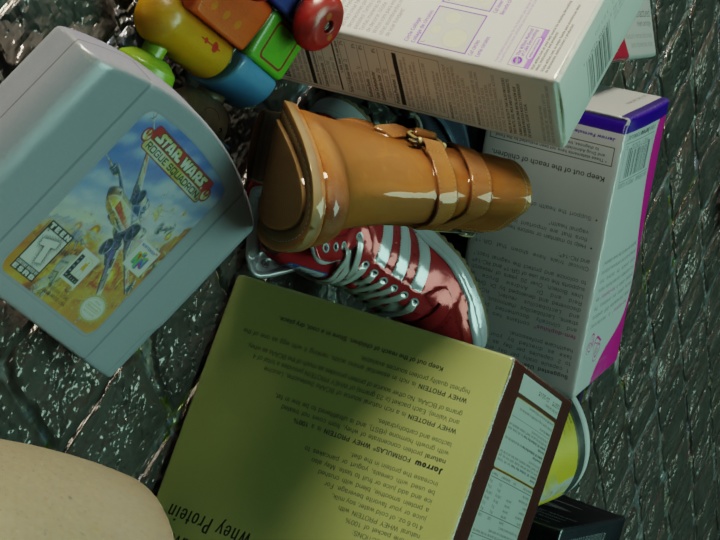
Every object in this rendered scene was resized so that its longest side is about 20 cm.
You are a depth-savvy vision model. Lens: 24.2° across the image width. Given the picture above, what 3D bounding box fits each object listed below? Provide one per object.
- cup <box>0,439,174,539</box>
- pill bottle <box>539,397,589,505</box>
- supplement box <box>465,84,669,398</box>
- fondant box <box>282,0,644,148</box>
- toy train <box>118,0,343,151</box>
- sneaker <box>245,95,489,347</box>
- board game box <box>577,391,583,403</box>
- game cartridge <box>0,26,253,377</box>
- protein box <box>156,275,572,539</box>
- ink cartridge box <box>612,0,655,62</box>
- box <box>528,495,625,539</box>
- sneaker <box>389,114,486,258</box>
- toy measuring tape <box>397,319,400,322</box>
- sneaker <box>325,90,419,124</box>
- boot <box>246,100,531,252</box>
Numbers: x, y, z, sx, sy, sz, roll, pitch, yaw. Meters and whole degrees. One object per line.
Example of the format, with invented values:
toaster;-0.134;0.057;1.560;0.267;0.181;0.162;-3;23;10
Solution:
cup;-0.197;0.149;0.716;0.143;0.200;0.201;36;70;-34
pill bottle;0.074;0.146;1.289;0.199;0.112;0.113;-15;120;-39
supplement box;0.139;-0.027;1.181;0.101;0.103;0.201;-26;127;-61
fondant box;0.057;-0.163;1.000;0.145;0.199;0.058;-59;152;-29
toy train;-0.096;-0.134;0.859;0.116;0.084;0.200;-59;154;-1
sneaker;0.000;0.000;1.072;0.200;0.071;0.113;56;49;-16
board game box;0.160;0.048;1.473;0.200;0.056;0.166;71;32;-51
game cartridge;-0.129;-0.032;0.839;0.133;0.042;0.200;-43;150;-2
protein box;-0.003;0.136;1.055;0.135;0.198;0.201;36;72;-62
ink cartridge box;0.142;-0.245;1.196;0.145;0.083;0.201;-18;103;-61
box;0.124;0.242;1.437;0.200;0.147;0.105;13;93;-64
sneaker;0.049;-0.046;1.190;0.146;0.077;0.203;-51;143;-50
toy measuring tape;0.073;0.050;1.325;0.200;0.073;0.074;19;87;-74
sneaker;0.050;-0.178;1.106;0.200;0.098;0.071;-41;141;1
boot;0.020;-0.042;0.935;0.200;0.154;0.077;-140;-119;-78
